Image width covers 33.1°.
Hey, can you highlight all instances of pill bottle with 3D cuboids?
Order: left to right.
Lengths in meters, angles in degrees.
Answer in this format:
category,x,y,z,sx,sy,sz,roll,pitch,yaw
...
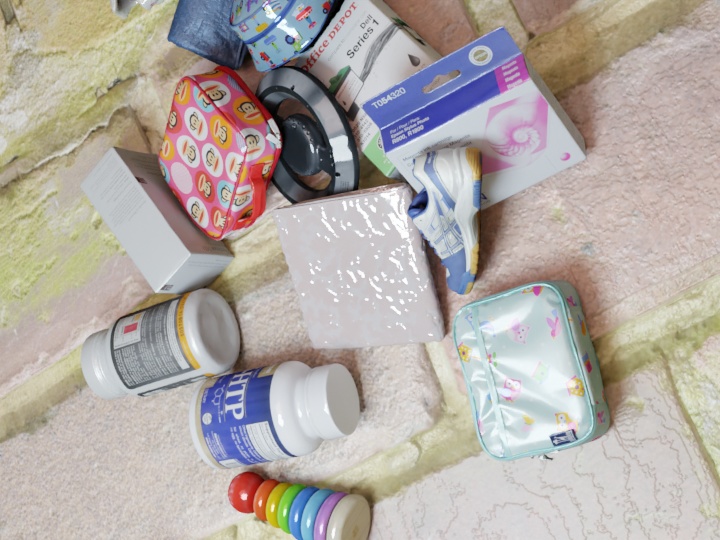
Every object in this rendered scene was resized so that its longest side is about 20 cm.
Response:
category,x,y,z,sx,sy,sz,roll,pitch,yaw
pill bottle,-0.270,0.104,1.627,0.198,0.116,0.118,-17,81,25
pill bottle,-0.107,0.180,1.541,0.198,0.119,0.122,-14,82,25

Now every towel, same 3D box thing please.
category,x,y,z,sx,sy,sz,roll,pitch,yaw
towel,-0.175,-0.375,1.607,0.110,0.049,0.202,21,101,-8
towel,0.000,0.000,1.503,0.189,0.032,0.203,-6,110,27

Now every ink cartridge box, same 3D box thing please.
category,x,y,z,sx,sy,sz,roll,pitch,yaw
ink cartridge box,0.026,-0.231,1.504,0.200,0.084,0.147,46,107,20
ink cartridge box,0.131,-0.158,1.396,0.195,0.200,0.044,-26,43,24

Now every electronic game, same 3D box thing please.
category,x,y,z,sx,sy,sz,roll,pitch,yaw
electronic game,-0.071,-0.159,1.529,0.199,0.041,0.202,32,135,38

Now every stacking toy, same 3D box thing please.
category,x,y,z,sx,sy,sz,roll,pitch,yaw
stacking toy,-0.089,0.307,1.554,0.198,0.085,0.087,10,93,31

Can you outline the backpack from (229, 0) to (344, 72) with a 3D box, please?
category,x,y,z,sx,sy,sz,roll,pitch,yaw
backpack,-0.095,-0.353,1.482,0.182,0.134,0.202,-7,55,55

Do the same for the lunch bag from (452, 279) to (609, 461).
category,x,y,z,sx,sy,sz,roll,pitch,yaw
lunch bag,0.195,0.121,1.412,0.159,0.077,0.203,-17,81,25

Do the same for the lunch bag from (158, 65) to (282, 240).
category,x,y,z,sx,sy,sz,roll,pitch,yaw
lunch bag,-0.177,-0.142,1.567,0.177,0.081,0.201,49,140,21

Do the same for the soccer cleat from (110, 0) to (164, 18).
category,x,y,z,sx,sy,sz,roll,pitch,yaw
soccer cleat,-0.268,-0.407,1.665,0.198,0.070,0.088,-18,64,33

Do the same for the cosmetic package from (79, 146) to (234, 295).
category,x,y,z,sx,sy,sz,roll,pitch,yaw
cosmetic package,-0.275,-0.065,1.639,0.081,0.113,0.200,-47,71,18

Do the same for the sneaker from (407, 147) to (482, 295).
category,x,y,z,sx,sy,sz,roll,pitch,yaw
sneaker,0.099,-0.059,1.425,0.087,0.076,0.202,1,127,6
